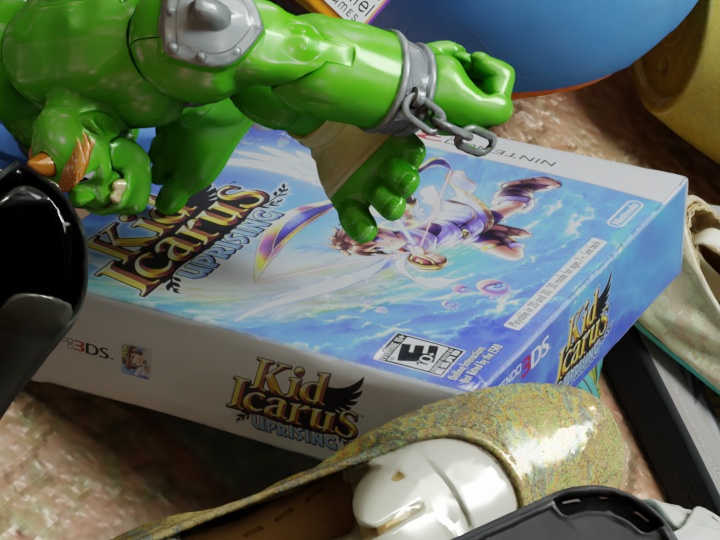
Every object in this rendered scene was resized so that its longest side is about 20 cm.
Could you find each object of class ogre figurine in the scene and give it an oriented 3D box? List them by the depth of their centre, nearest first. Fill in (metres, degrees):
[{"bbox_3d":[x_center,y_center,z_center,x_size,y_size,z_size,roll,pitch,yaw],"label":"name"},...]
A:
[{"bbox_3d":[-0.062,-0.063,0.830,0.120,0.098,0.200,21,3,-45],"label":"ogre figurine"}]

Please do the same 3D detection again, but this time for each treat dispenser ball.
[{"bbox_3d":[0.067,-0.176,1.111,0.201,0.201,0.201,23,37,-19],"label":"treat dispenser ball"}]

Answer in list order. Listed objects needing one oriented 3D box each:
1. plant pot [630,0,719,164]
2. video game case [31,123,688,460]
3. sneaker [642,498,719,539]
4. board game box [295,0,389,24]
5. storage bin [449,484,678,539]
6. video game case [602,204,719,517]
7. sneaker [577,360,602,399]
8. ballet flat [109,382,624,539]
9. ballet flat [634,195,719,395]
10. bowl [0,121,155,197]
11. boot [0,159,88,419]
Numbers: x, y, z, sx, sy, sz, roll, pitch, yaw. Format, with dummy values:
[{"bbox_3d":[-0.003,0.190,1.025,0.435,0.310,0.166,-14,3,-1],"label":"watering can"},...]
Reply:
[{"bbox_3d":[0.212,-0.119,1.203,0.142,0.200,0.200,5,44,-16],"label":"plant pot"},{"bbox_3d":[0.000,0.000,0.913,0.181,0.046,0.200,13,27,23],"label":"video game case"},{"bbox_3d":[0.150,0.124,0.937,0.200,0.075,0.100,9,43,-48],"label":"sneaker"},{"bbox_3d":[-0.044,-0.252,0.961,0.200,0.200,0.200,42,2,42],"label":"board game box"},{"bbox_3d":[0.015,0.164,0.690,0.200,0.094,0.135,-23,65,-15],"label":"storage bin"},{"bbox_3d":[0.183,0.049,1.109,0.181,0.026,0.200,7,45,-36],"label":"video game case"},{"bbox_3d":[0.063,0.051,0.980,0.080,0.077,0.200,61,27,-17],"label":"sneaker"},{"bbox_3d":[-0.011,0.090,0.764,0.071,0.200,0.071,-20,90,-88],"label":"ballet flat"},{"bbox_3d":[0.189,0.047,1.042,0.200,0.062,0.067,40,36,2],"label":"ballet flat"},{"bbox_3d":[-0.135,-0.113,1.004,0.200,0.039,0.201,23,37,-19],"label":"bowl"},{"bbox_3d":[-0.130,-0.009,0.802,0.077,0.138,0.200,12,41,-30],"label":"boot"}]
